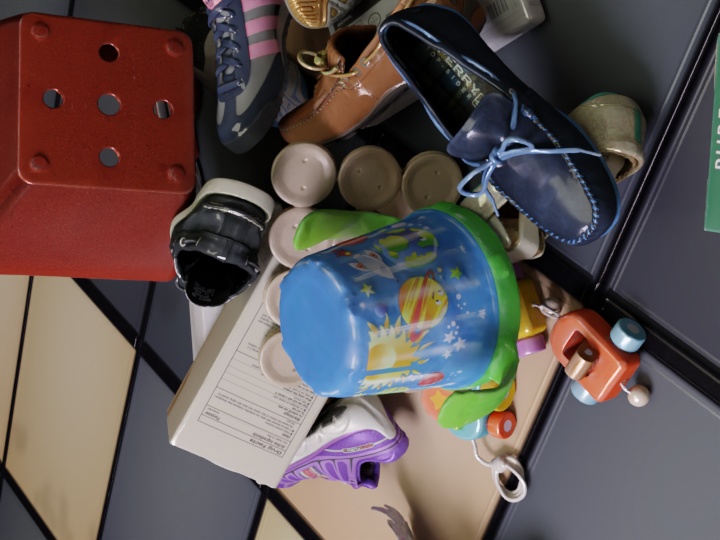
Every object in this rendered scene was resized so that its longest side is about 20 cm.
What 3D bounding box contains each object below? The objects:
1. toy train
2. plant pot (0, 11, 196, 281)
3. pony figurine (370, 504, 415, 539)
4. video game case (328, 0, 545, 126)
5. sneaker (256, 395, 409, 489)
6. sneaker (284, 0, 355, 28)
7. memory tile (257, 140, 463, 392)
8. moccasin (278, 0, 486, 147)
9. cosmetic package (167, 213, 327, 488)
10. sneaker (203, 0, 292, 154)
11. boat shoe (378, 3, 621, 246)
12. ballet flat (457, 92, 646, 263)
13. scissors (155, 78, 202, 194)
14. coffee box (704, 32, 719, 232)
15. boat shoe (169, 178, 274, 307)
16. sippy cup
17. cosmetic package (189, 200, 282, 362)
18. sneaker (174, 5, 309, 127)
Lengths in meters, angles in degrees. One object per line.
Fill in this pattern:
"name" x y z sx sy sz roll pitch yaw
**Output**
"toy train" 0.114 0.084 0.842 0.150 0.056 0.200 54 133 26
"plant pot" -0.224 -0.108 0.938 0.176 0.200 0.200 155 115 -62
"pony figurine" 0.058 0.294 0.903 0.200 0.166 0.193 -12 98 33
"video game case" 0.039 -0.232 0.879 0.200 0.023 0.182 -25 80 49
"sneaker" -0.027 0.167 1.006 0.083 0.081 0.200 45 147 -6
"sneaker" -0.044 -0.290 0.901 0.088 0.076 0.200 7 101 64
"memory tile" 0.000 0.000 0.892 0.017 0.153 0.200 -120 34 -70
"moccasin" 0.001 -0.155 0.851 0.078 0.074 0.201 44 141 -14
"cosmetic package" -0.071 0.067 0.947 0.200 0.105 0.071 -59 18 9
"sneaker" -0.102 -0.192 0.914 0.070 0.082 0.200 -17 59 40
"boat shoe" 0.079 -0.088 0.736 0.200 0.069 0.084 46 125 20
"ballet flat" 0.120 -0.045 0.790 0.200 0.067 0.062 -47 35 43
"scissors" -0.174 -0.108 1.154 0.073 0.014 0.200 -5 96 46
"coffee box" 0.288 -0.070 0.621 0.200 0.044 0.123 11 106 46
"boat shoe" -0.112 -0.006 0.870 0.199 0.074 0.066 145 142 -65
"sippy cup" 0.019 0.029 0.791 0.178 0.130 0.140 6 105 53
"cosmetic package" -0.113 0.034 1.038 0.113 0.081 0.200 -141 46 -71
"sneaker" -0.111 -0.182 1.029 0.200 0.072 0.073 45 174 44
